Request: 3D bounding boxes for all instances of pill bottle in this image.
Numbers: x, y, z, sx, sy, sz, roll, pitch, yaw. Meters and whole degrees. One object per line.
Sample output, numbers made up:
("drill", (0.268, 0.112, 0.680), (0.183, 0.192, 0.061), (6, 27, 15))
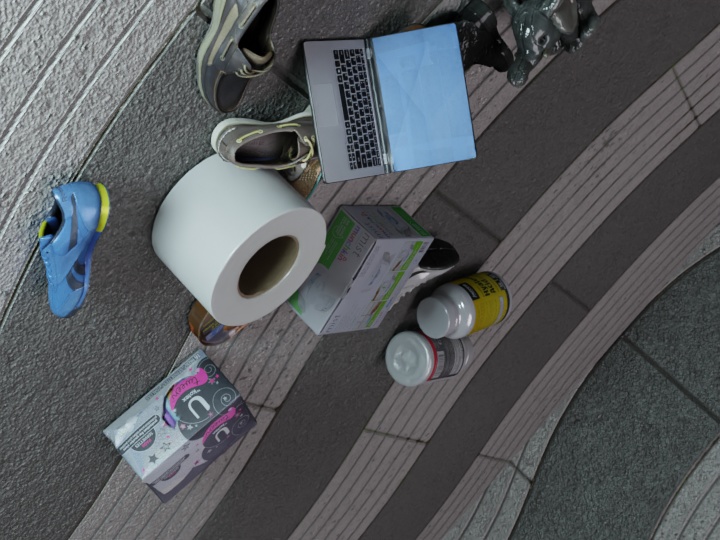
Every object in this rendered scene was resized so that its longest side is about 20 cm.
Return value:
("pill bottle", (0.204, 0.073, 2.394), (0.199, 0.111, 0.112), (-17, 142, -46))
("pill bottle", (0.147, 0.171, 2.448), (0.199, 0.111, 0.111), (-3, 131, -55))

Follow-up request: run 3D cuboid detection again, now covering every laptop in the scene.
("laptop", (0.040, -0.226, 1.611), (0.199, 0.115, 0.189), (-14, 95, -47))

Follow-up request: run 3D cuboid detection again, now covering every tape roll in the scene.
("tape roll", (-0.164, -0.045, 1.637), (0.202, 0.139, 0.203), (-36, 152, -22))

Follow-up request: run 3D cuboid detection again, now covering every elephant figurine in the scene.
("elephant figurine", (0.276, -0.382, 1.820), (0.141, 0.156, 0.200), (-39, 171, 33))

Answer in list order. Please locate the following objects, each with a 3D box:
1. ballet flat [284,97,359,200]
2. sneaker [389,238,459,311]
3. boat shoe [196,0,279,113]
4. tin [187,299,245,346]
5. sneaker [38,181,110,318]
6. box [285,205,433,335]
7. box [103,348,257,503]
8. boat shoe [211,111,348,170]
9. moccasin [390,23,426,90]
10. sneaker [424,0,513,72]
("ballet flat", (-0.070, -0.181, 1.694), (0.065, 0.071, 0.201), (15, 115, -32))
("sneaker", (0.082, 0.009, 2.185), (0.199, 0.076, 0.116), (-15, 149, -35))
("boat shoe", (-0.144, -0.263, 1.435), (0.074, 0.073, 0.201), (-26, 147, -36))
("tin", (-0.179, 0.034, 1.845), (0.200, 0.042, 0.112), (-40, 157, -14))
("sneaker", (-0.365, -0.024, 1.461), (0.078, 0.066, 0.201), (-6, 134, -37))
("box", (0.000, 0.000, 1.999), (0.176, 0.097, 0.201), (-4, 132, -54))
("box", (-0.281, 0.247, 1.903), (0.200, 0.115, 0.132), (-41, 154, -12))
("boat shoe", (-0.096, -0.168, 1.597), (0.199, 0.060, 0.072), (-5, 124, -31))
("moccasin", (0.039, -0.259, 1.712), (0.202, 0.078, 0.074), (-52, 154, 11))
("sneaker", (0.163, -0.336, 1.819), (0.104, 0.060, 0.200), (-46, 149, -4))
